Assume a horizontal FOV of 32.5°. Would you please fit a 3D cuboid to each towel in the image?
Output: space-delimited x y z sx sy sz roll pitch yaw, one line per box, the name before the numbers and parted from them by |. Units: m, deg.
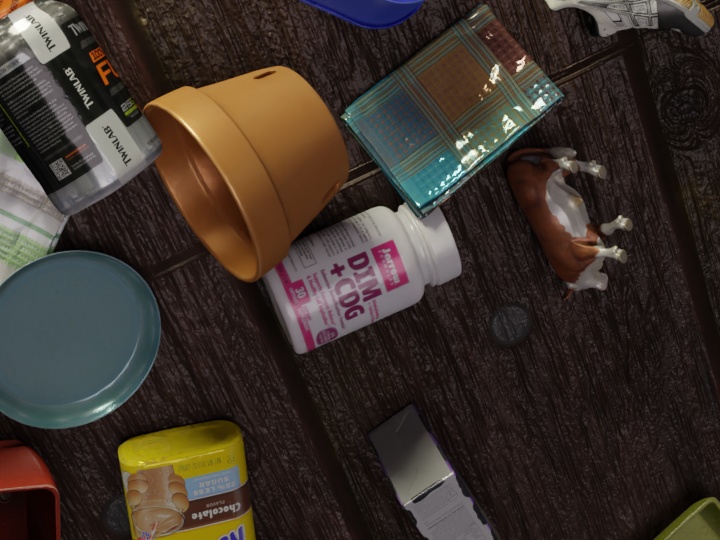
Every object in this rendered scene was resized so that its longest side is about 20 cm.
towel | 0.095 -0.171 1.297 0.199 0.022 0.147 -39 76 -1
towel | -0.371 -0.058 1.244 0.148 0.031 0.201 25 100 -23

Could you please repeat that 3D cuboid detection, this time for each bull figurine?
bull figurine | 0.236 -0.052 1.378 0.201 0.121 0.065 55 53 -17

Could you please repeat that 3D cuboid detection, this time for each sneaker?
sneaker | 0.287 -0.289 1.338 0.198 0.076 0.088 20 118 -18

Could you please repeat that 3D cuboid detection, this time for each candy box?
candy box | 0.101 0.278 1.418 0.071 0.168 0.201 -33 115 0

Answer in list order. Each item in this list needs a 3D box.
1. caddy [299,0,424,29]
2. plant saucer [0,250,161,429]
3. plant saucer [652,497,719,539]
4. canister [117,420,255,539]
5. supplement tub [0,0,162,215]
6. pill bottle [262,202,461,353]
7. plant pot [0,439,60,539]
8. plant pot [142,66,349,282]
caddy | -0.008 -0.325 1.217 0.198 0.105 0.143 20 78 -21
plant saucer | -0.307 0.070 1.289 0.198 0.027 0.202 -12 116 -25
plant saucer | 0.428 0.411 1.622 0.200 0.048 0.200 -42 114 1
canister | -0.190 0.281 1.383 0.147 0.087 0.202 -10 109 -13
supplement tub | -0.288 -0.165 1.171 0.122 0.123 0.201 -33 105 -2
pill bottle | 0.000 0.000 1.323 0.198 0.113 0.114 -24 113 -7
plant pot | -0.410 0.278 1.269 0.197 0.176 0.202 -2 108 -15
plant pot | -0.105 -0.110 1.226 0.139 0.199 0.202 -34 115 -21
